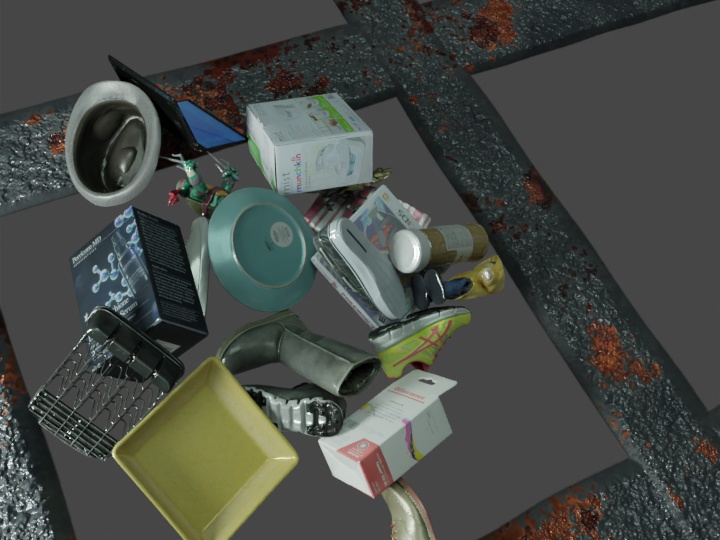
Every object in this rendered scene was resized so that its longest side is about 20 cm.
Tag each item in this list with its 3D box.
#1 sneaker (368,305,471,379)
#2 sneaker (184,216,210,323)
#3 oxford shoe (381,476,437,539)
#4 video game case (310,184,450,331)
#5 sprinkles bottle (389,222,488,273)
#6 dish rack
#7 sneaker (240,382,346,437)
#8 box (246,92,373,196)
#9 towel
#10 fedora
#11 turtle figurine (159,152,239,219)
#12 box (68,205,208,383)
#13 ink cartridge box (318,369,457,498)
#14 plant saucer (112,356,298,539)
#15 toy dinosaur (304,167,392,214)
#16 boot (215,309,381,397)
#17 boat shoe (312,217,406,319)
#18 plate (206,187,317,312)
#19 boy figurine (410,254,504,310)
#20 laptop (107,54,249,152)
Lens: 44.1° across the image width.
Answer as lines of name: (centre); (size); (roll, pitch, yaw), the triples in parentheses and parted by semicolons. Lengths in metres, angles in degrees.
sneaker: (0.101, 0.114, 1.423); (0.197, 0.078, 0.092); (-19, 94, -31)
sneaker: (-0.281, -0.001, 1.414); (0.082, 0.073, 0.204); (5, 58, -10)
oxford shoe: (0.066, 0.370, 1.248); (0.074, 0.071, 0.202); (-27, 61, -14)
video game case: (0.039, -0.015, 1.477); (0.183, 0.023, 0.200); (47, 60, -5)
sprinkles bottle: (0.132, -0.040, 1.464); (0.198, 0.069, 0.069); (-9, 55, -48)
dish rack: (-0.358, 0.166, 1.233); (0.153, 0.200, 0.055); (39, 22, -13)
sneaker: (-0.107, 0.202, 1.326); (0.195, 0.068, 0.090); (5, 11, 17)
box: (-0.090, -0.223, 1.530); (0.172, 0.099, 0.201); (-12, 33, -17)
towel: (0.011, -0.087, 1.550); (0.197, 0.030, 0.148); (29, 58, 8)
fedora: (-0.399, -0.204, 1.485); (0.172, 0.090, 0.206); (1, 85, 12)
turtle figurine: (-0.240, -0.133, 1.496); (0.196, 0.103, 0.150); (24, 16, 11)
box: (-0.331, 0.037, 1.321); (0.147, 0.106, 0.203); (-34, 59, 21)
ink cartridge box: (0.051, 0.231, 1.298); (0.198, 0.116, 0.069); (-34, 113, -26)
plant saucer: (-0.217, 0.261, 1.246); (0.201, 0.048, 0.200); (50, 59, -6)
toy dinosaur: (-0.037, -0.136, 1.530); (0.195, 0.048, 0.089); (-5, 47, -12)
boot: (-0.094, 0.139, 1.317); (0.180, 0.074, 0.199); (-31, 47, -32)
boat shoe: (0.000, 0.000, 1.401); (0.201, 0.070, 0.073); (54, 40, -24)
plate: (-0.147, -0.037, 1.395); (0.196, 0.025, 0.205); (12, 68, -31)
boy figurine: (0.178, 0.017, 1.463); (0.197, 0.123, 0.066); (-13, 84, -40)
laptop: (-0.305, -0.289, 1.513); (0.176, 0.201, 0.104); (33, 70, 28)
